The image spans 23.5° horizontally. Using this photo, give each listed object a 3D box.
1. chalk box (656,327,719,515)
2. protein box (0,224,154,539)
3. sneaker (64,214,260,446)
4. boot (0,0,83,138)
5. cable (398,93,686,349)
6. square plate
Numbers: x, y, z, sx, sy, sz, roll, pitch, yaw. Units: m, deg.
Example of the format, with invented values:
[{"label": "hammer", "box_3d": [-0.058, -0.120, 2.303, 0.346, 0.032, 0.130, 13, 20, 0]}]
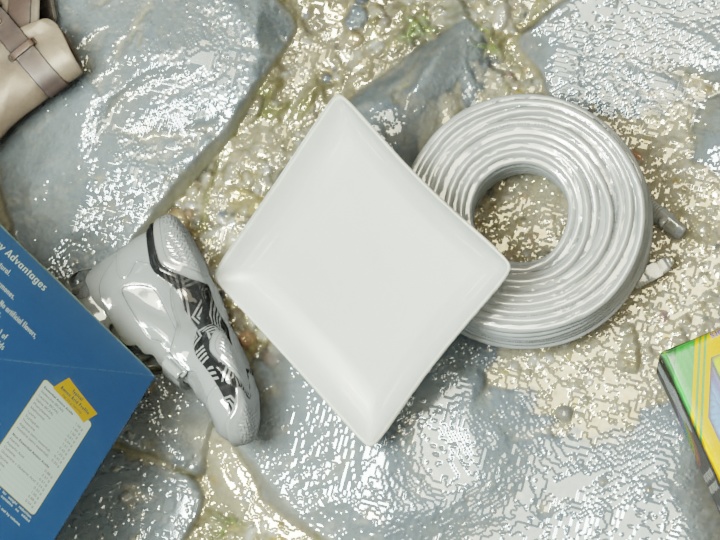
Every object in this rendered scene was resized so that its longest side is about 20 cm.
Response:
[{"label": "chalk box", "box_3d": [0.313, 0.133, 1.266, 0.124, 0.124, 0.200, -24, 78, 4]}, {"label": "protein box", "box_3d": [-0.298, 0.099, 1.273, 0.199, 0.135, 0.200, 47, 47, -21]}, {"label": "sneaker", "box_3d": [-0.159, 0.063, 1.375, 0.115, 0.075, 0.200, -25, 72, 4]}, {"label": "boot", "box_3d": [-0.299, -0.144, 1.434, 0.146, 0.070, 0.200, -21, 77, 3]}, {"label": "cable", "box_3d": [0.127, -0.037, 1.351, 0.200, 0.069, 0.200, -39, 77, 0]}, {"label": "square plate", "box_3d": [0.000, 0.000, 1.342, 0.200, 0.028, 0.198, 46, 118, 19]}]
